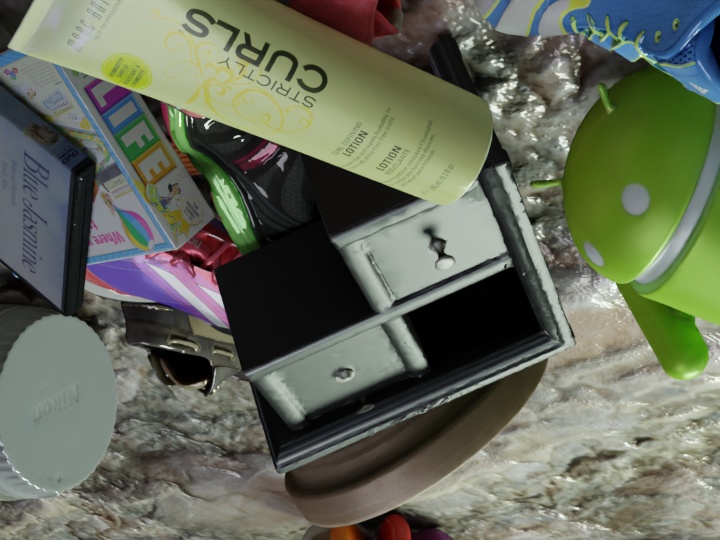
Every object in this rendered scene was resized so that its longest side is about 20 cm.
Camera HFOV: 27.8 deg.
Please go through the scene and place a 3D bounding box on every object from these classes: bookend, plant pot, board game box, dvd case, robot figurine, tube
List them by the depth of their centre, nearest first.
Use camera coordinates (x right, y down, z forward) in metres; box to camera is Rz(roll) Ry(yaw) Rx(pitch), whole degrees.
[{"bbox_3d":[-0.038,-0.081,0.599,0.198,0.059,0.052,21,-179,-27],"label":"tube"},{"bbox_3d":[0.189,-0.031,0.721,0.198,0.116,0.176,20,137,-8],"label":"robot figurine"},{"bbox_3d":[0.000,0.000,0.813,0.197,0.093,0.200,-23,145,4],"label":"bookend"},{"bbox_3d":[-0.184,-0.067,0.851,0.199,0.034,0.135,-7,119,50],"label":"board game box"},{"bbox_3d":[-0.235,-0.073,0.854,0.199,0.018,0.143,38,145,13],"label":"dvd case"},{"bbox_3d":[0.017,0.070,0.967,0.200,0.201,0.093,-21,110,50],"label":"plant pot"}]

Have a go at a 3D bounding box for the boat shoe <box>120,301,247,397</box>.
[{"bbox_3d":[-0.129,0.055,1.094,0.074,0.074,0.200,5,161,24],"label":"boat shoe"}]

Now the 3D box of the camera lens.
[{"bbox_3d":[-0.325,0.109,1.220,0.198,0.161,0.160,-3,149,31],"label":"camera lens"}]

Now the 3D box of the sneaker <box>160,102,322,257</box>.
[{"bbox_3d":[-0.061,-0.084,0.823,0.083,0.077,0.201,-21,142,5],"label":"sneaker"}]

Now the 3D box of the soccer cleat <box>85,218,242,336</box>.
[{"bbox_3d":[-0.106,-0.008,0.944,0.198,0.069,0.073,12,150,12],"label":"soccer cleat"}]

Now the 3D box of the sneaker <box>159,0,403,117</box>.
[{"bbox_3d":[-0.029,-0.112,0.645,0.086,0.074,0.200,21,154,-17],"label":"sneaker"}]

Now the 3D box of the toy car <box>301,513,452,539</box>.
[{"bbox_3d":[0.035,0.320,1.484,0.199,0.176,0.150,28,115,-25],"label":"toy car"}]

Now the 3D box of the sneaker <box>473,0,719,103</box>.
[{"bbox_3d":[0.117,-0.116,0.604,0.075,0.106,0.199,33,148,-33],"label":"sneaker"}]

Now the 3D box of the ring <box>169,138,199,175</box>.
[{"bbox_3d":[-0.071,-0.026,0.981,0.198,0.019,0.201,13,154,6],"label":"ring"}]
